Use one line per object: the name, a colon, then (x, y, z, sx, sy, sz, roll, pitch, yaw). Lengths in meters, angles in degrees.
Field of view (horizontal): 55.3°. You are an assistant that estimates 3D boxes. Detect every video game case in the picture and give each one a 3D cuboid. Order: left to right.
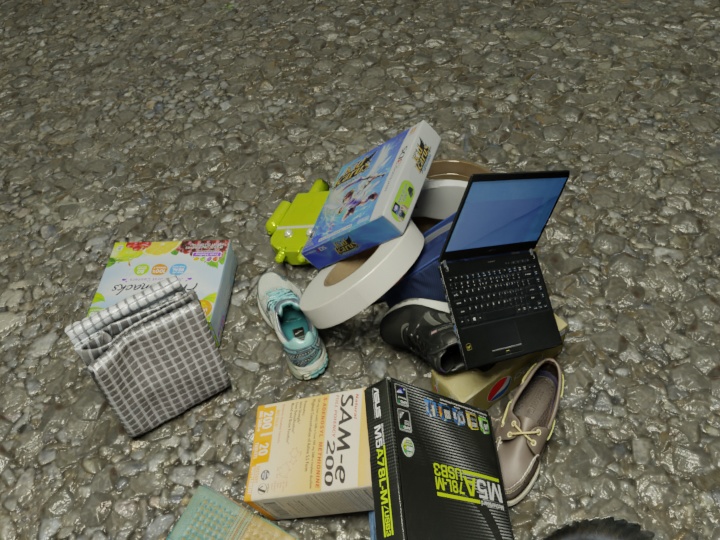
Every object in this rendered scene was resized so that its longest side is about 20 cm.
video game case: (0.012, -0.108, 1.003, 0.198, 0.045, 0.184, -21, 37, 49)

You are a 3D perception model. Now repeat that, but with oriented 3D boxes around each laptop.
laptop: (0.191, -0.004, 0.827, 0.174, 0.103, 0.204, -7, 77, -34)

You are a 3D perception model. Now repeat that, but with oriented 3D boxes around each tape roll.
tape roll: (0.000, 0.000, 0.964, 0.201, 0.037, 0.203, -36, 16, 12)

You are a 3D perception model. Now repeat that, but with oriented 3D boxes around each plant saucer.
plant saucer: (0.146, -0.112, 1.145, 0.195, 0.030, 0.203, -4, 48, 4)

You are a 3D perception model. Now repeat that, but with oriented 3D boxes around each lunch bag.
lunch bag: (0.136, 0.009, 0.977, 0.136, 0.199, 0.133, 45, 49, -12)

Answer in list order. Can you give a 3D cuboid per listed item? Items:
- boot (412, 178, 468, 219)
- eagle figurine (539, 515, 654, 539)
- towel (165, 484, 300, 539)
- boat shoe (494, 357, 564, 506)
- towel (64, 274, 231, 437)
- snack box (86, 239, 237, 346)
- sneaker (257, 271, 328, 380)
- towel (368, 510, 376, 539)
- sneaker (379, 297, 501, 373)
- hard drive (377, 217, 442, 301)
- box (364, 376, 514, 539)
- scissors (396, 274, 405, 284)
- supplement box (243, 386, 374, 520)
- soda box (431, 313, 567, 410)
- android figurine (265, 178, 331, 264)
boot: (0.096, -0.136, 1.097, 0.195, 0.074, 0.097, -2, 47, 13)
eagle figurine: (0.209, 0.341, 0.706, 0.151, 0.152, 0.201, 41, 76, -6)
towel: (-0.149, 0.359, 0.808, 0.197, 0.022, 0.148, 20, 55, 20)
boat shoe: (0.211, 0.201, 0.881, 0.071, 0.060, 0.201, 21, 54, 21)
towel: (-0.269, 0.120, 0.912, 0.163, 0.202, 0.086, -26, 51, -16)
snack box: (-0.306, 0.035, 1.081, 0.195, 0.068, 0.171, -1, 48, 6)
sneaker: (-0.104, 0.060, 1.021, 0.076, 0.087, 0.201, -25, 50, -12)
towel: (0.060, 0.248, 0.864, 0.109, 0.049, 0.203, -6, 48, 0)
sneaker: (0.098, 0.090, 0.908, 0.197, 0.077, 0.088, -5, 34, 36)
hard drive: (0.066, -0.023, 1.115, 0.196, 0.033, 0.141, -15, 49, -7)
box: (0.091, 0.237, 0.765, 0.047, 0.198, 0.197, -32, 48, 33)
scissors: (0.067, -0.033, 1.006, 0.014, 0.073, 0.201, 41, 41, -9)
supplement box: (-0.035, 0.222, 0.837, 0.196, 0.074, 0.128, -14, 48, 20)
soda box: (0.191, 0.124, 0.950, 0.198, 0.065, 0.068, -31, 52, -21)
android figurine: (-0.079, -0.083, 1.157, 0.179, 0.041, 0.202, 1, 45, 32)
